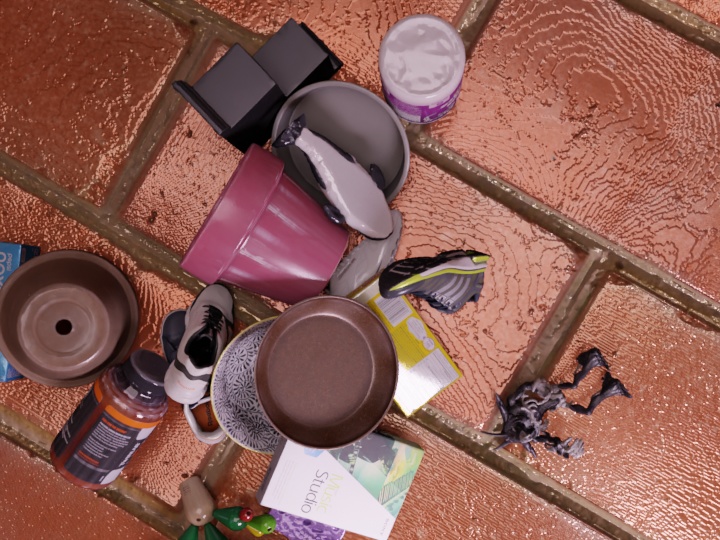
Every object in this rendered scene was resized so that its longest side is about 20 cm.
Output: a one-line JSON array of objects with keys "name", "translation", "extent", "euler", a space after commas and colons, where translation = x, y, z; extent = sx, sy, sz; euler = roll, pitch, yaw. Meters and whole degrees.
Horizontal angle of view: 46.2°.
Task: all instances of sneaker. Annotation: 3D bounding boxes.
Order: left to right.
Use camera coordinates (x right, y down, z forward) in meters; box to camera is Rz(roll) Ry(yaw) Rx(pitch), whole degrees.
[{"name": "sneaker", "translation": [-0.229, 0.149, 1.204], "extent": [0.078, 0.079, 0.201], "euler": [-19, 90, -17]}, {"name": "sneaker", "translation": [-0.208, 0.088, 1.165], "extent": [0.073, 0.201, 0.080], "euler": [23, 132, -15]}, {"name": "sneaker", "translation": [0.000, 0.000, 1.202], "extent": [0.080, 0.076, 0.201], "euler": [24, 90, 10]}, {"name": "sneaker", "translation": [0.106, 0.022, 1.152], "extent": [0.199, 0.074, 0.081], "euler": [-10, 102, -39]}]

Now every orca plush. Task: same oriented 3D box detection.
[{"name": "orca plush", "translation": [-0.040, -0.114, 1.154], "extent": [0.200, 0.071, 0.106], "euler": [34, 68, -18]}]

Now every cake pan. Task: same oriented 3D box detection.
[{"name": "cake pan", "translation": [-0.025, -0.171, 1.181], "extent": [0.199, 0.037, 0.201], "euler": [7, 120, 13]}]

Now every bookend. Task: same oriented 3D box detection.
[{"name": "bookend", "translation": [-0.132, -0.267, 1.153], "extent": [0.199, 0.200, 0.092], "euler": [-44, 87, 3]}]

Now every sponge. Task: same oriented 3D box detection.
[{"name": "sponge", "translation": [-0.044, 0.302, 1.219], "extent": [0.111, 0.030, 0.201], "euler": [29, 90, 3]}]

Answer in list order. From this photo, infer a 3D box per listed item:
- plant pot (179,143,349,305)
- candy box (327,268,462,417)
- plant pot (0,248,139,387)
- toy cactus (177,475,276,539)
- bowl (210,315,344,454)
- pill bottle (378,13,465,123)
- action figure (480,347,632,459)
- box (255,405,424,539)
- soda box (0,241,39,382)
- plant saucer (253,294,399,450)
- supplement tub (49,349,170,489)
[{"name": "plant pot", "translation": [-0.122, -0.046, 1.161], "extent": [0.179, 0.200, 0.201], "euler": [31, 91, -11]}, {"name": "candy box", "translation": [0.050, 0.103, 1.180], "extent": [0.102, 0.026, 0.200], "euler": [-35, 110, 3]}, {"name": "plant pot", "translation": [-0.398, 0.071, 1.150], "extent": [0.199, 0.175, 0.201], "euler": [-1, 92, -18]}, {"name": "toy cactus", "translation": [-0.220, 0.377, 1.200], "extent": [0.200, 0.102, 0.165], "euler": [-38, 70, 22]}, {"name": "bowl", "translation": [-0.115, 0.146, 1.181], "extent": [0.200, 0.094, 0.202], "euler": [-4, 104, -16]}, {"name": "pill bottle", "translation": [0.082, -0.260, 1.136], "extent": [0.112, 0.200, 0.113], "euler": [0, 89, 4]}, {"name": "action figure", "translation": [0.265, 0.192, 1.164], "extent": [0.200, 0.102, 0.119], "euler": [-35, 98, 1]}, {"name": "box", "translation": [-0.026, 0.280, 1.167], "extent": [0.199, 0.036, 0.145], "euler": [22, 93, -20]}, {"name": "soda box", "translation": [-0.527, 0.059, 1.242], "extent": [0.067, 0.064, 0.201], "euler": [6, 89, 4]}, {"name": "plant saucer", "translation": [-0.047, 0.133, 1.113], "extent": [0.199, 0.037, 0.202], "euler": [1, 87, -21]}, {"name": "supplement tub", "translation": [-0.341, 0.205, 1.181], "extent": [0.107, 0.107, 0.200], "euler": [41, 108, 4]}]
